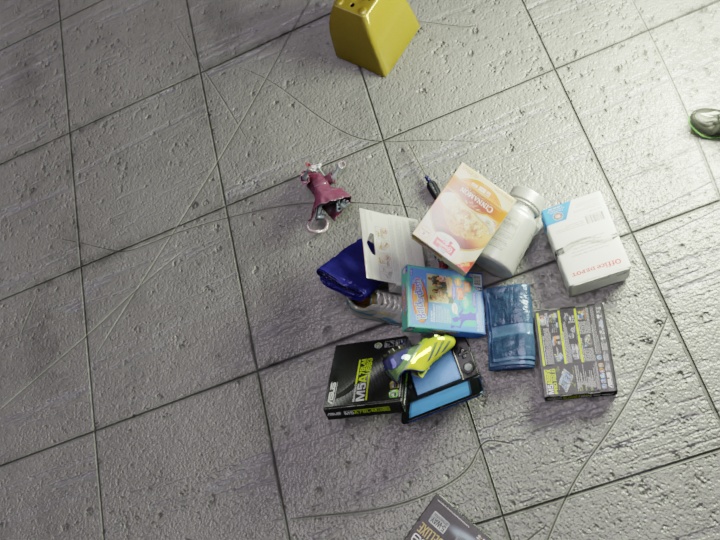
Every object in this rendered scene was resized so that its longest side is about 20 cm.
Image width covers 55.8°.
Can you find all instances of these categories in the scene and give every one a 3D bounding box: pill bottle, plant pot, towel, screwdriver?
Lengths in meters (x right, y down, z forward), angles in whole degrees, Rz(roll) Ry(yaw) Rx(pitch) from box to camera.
[{"bbox_3d":[0.357,-0.095,1.629,0.113,0.114,0.202,26,79,24],"label":"pill bottle"},{"bbox_3d":[0.023,-0.713,1.923,0.194,0.200,0.196,30,81,26],"label":"plant pot"},{"bbox_3d":[0.000,0.000,1.693,0.146,0.050,0.200,28,39,21],"label":"towel"},{"bbox_3d":[0.166,-0.261,1.805,0.029,0.028,0.202,-46,58,29],"label":"screwdriver"},{"bbox_3d":[0.346,0.130,1.576,0.110,0.048,0.204,-10,67,28],"label":"towel"}]

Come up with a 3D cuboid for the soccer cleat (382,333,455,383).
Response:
[{"bbox_3d":[0.140,0.202,1.551,0.197,0.065,0.085,-15,70,-29],"label":"soccer cleat"}]

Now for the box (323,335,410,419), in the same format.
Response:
[{"bbox_3d":[0.019,0.250,1.597,0.190,0.048,0.202,-7,39,16],"label":"box"}]

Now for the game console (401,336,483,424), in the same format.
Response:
[{"bbox_3d":[0.170,0.247,1.561,0.197,0.118,0.173,-22,65,8],"label":"game console"}]

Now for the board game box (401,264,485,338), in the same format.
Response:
[{"bbox_3d":[0.194,0.074,1.605,0.196,0.045,0.155,7,69,-15],"label":"board game box"}]

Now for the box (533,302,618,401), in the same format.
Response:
[{"bbox_3d":[0.479,0.182,1.526,0.157,0.044,0.204,-9,67,15],"label":"box"}]

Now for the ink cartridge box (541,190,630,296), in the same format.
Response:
[{"bbox_3d":[0.520,-0.060,1.580,0.142,0.084,0.203,-18,66,11],"label":"ink cartridge box"}]

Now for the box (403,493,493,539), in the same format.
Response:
[{"bbox_3d":[0.198,0.607,1.454,0.199,0.050,0.159,36,84,25],"label":"box"}]

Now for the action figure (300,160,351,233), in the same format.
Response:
[{"bbox_3d":[-0.103,-0.219,1.855,0.201,0.132,0.150,59,137,38],"label":"action figure"}]

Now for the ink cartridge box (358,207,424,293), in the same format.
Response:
[{"bbox_3d":[0.073,-0.046,1.674,0.173,0.045,0.203,10,58,-25],"label":"ink cartridge box"}]

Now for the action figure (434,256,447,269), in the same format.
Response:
[{"bbox_3d":[0.236,-0.093,1.665,0.146,0.134,0.204,13,91,3],"label":"action figure"}]

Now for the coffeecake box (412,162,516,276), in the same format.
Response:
[{"bbox_3d":[0.234,-0.115,1.553,0.152,0.073,0.201,35,87,7],"label":"coffeecake box"}]

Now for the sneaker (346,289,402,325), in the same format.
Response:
[{"bbox_3d":[0.060,0.086,1.677,0.196,0.081,0.078,1,69,17],"label":"sneaker"}]

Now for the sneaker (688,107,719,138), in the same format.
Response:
[{"bbox_3d":[0.867,-0.343,1.574,0.197,0.084,0.078,20,76,23],"label":"sneaker"}]
